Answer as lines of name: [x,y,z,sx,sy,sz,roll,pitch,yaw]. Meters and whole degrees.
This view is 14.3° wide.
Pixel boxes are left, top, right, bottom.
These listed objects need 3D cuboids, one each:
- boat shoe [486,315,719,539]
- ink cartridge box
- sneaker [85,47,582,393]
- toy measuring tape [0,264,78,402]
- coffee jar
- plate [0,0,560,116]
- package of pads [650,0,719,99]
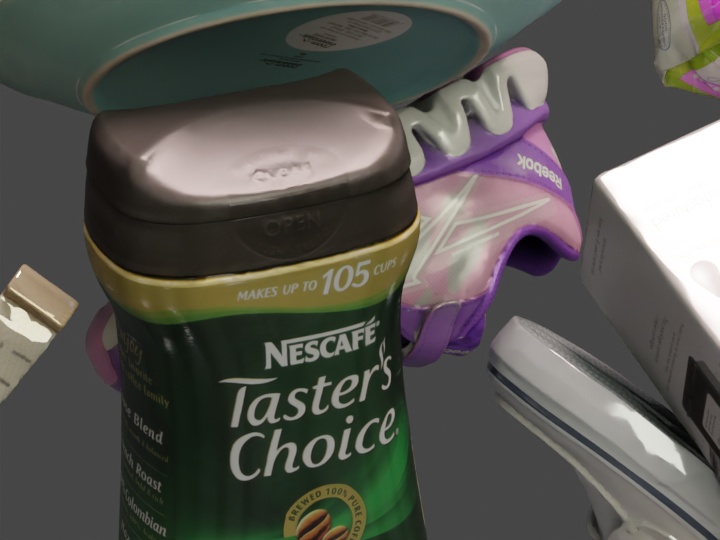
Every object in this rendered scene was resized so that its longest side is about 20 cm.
boat shoe: [0.114,0.100,1.006,0.200,0.074,0.067,39,97,0]
ink cartridge box: [0.175,0.036,0.954,0.116,0.067,0.200,-25,61,-17]
sneaker: [0.000,0.000,1.000,0.200,0.080,0.089,-29,93,-25]
toy measuring tape: [-0.155,0.079,0.902,0.074,0.074,0.200,37,95,-5]
coffee jar: [-0.031,0.038,0.915,0.104,0.085,0.200,-12,116,-18]
plate: [-0.025,-0.075,0.938,0.200,0.200,0.026,-3,76,-20]
package of pads: [0.201,-0.132,1.096,0.200,0.068,0.155,6,72,-28]
